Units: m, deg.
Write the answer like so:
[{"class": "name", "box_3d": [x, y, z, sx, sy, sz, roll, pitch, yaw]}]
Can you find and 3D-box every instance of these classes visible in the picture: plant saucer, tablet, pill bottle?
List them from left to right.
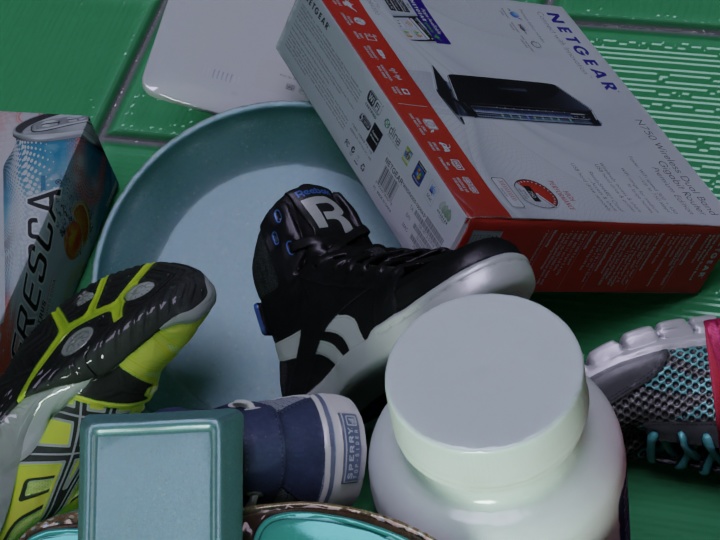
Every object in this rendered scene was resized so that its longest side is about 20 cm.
[{"class": "plant saucer", "box_3d": [-0.082, 0.153, 0.791, 0.070, 0.019, 0.201, -3, 73, 7]}, {"class": "plant saucer", "box_3d": [-0.043, 0.008, 1.063, 0.199, 0.036, 0.201, -3, 70, 9]}, {"class": "tablet", "box_3d": [-0.016, -0.118, 1.140, 0.199, 0.014, 0.130, 16, 47, -5]}, {"class": "pill bottle", "box_3d": [0.063, 0.104, 0.878, 0.111, 0.200, 0.111, -5, 49, 6]}]

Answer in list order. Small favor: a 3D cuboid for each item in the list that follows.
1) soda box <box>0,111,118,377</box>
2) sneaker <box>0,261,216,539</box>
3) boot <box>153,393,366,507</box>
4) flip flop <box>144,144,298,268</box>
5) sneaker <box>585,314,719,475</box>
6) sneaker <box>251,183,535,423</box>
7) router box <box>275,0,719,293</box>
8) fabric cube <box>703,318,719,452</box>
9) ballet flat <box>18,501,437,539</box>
[{"class": "soda box", "box_3d": [-0.203, 0.005, 1.116, 0.068, 0.064, 0.200, 5, 54, 17]}, {"class": "sneaker", "box_3d": [-0.147, 0.075, 1.018, 0.200, 0.076, 0.075, -41, 25, 3]}, {"class": "boot", "box_3d": [-0.076, 0.093, 0.924, 0.090, 0.200, 0.073, 2, 72, -23]}, {"class": "flip flop", "box_3d": [-0.053, -0.065, 1.135, 0.200, 0.058, 0.081, -38, 53, -20]}, {"class": "sneaker", "box_3d": [0.180, 0.070, 0.965, 0.199, 0.078, 0.091, -19, 54, 0]}, {"class": "sneaker", "box_3d": [0.000, 0.000, 0.936, 0.073, 0.200, 0.112, -13, 74, -32]}, {"class": "router box", "box_3d": [0.075, -0.072, 1.055, 0.179, 0.049, 0.200, 1, 41, -34]}, {"class": "fabric cube", "box_3d": [0.267, 0.124, 0.819, 0.199, 0.196, 0.200, -15, 51, 4]}, {"class": "ballet flat", "box_3d": [-0.046, 0.131, 0.835, 0.199, 0.065, 0.071, 6, 79, 9]}]
